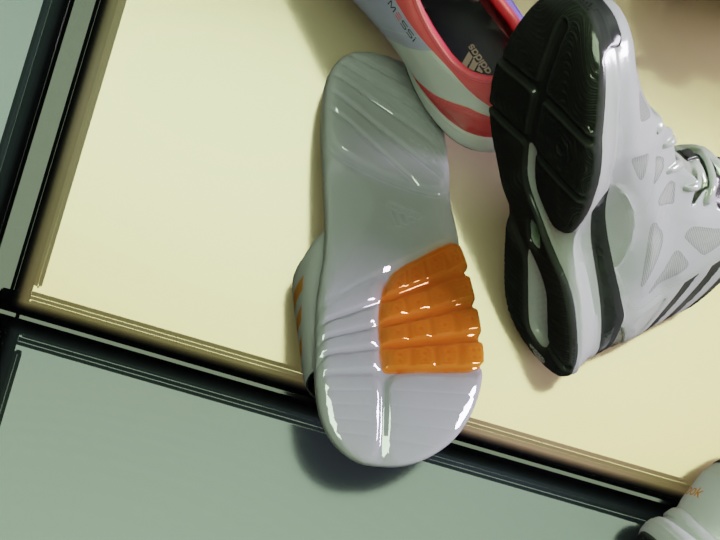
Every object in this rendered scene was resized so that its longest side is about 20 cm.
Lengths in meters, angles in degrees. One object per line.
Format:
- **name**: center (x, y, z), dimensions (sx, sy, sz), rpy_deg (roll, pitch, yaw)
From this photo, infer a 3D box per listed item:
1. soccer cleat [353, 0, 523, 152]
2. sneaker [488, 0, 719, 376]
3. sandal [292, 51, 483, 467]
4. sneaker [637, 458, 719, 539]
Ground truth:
- **soccer cleat**: center (0.016, -0.145, 1.161), dimensions (0.068, 0.073, 0.200), rpy_deg (-34, 78, -17)
- **sneaker**: center (0.123, -0.052, 1.125), dimensions (0.115, 0.201, 0.076), rpy_deg (-23, 48, -21)
- **sandal**: center (0.008, 0.001, 1.158), dimensions (0.079, 0.059, 0.208), rpy_deg (11, 58, -20)
- **sneaker**: center (0.221, 0.157, 1.142), dimensions (0.200, 0.074, 0.080), rpy_deg (42, 77, 2)
